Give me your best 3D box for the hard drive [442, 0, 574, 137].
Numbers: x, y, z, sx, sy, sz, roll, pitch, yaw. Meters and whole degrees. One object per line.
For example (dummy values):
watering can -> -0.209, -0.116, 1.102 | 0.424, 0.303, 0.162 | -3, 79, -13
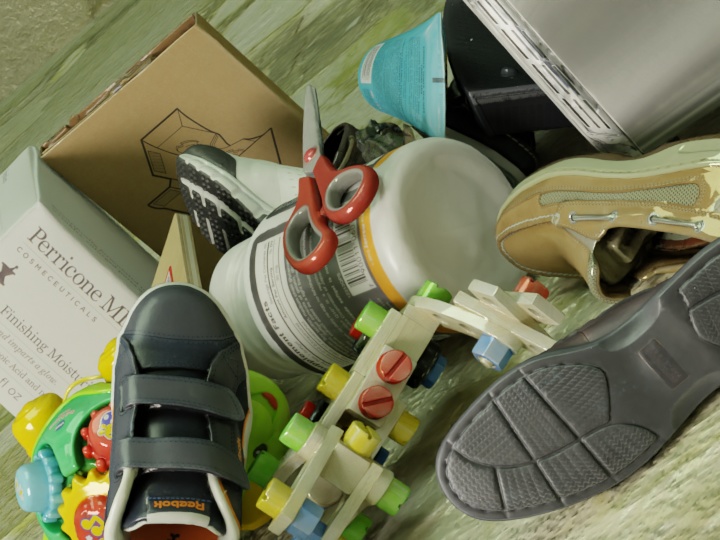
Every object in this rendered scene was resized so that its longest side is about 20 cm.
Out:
hard drive -> 0.123, -0.138, 1.344 | 0.135, 0.042, 0.200 | -7, 24, 1

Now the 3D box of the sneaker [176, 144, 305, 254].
sneaker -> -0.043, -0.039, 1.446 | 0.200, 0.074, 0.080 | 29, 56, 29

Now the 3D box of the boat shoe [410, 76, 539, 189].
boat shoe -> 0.082, -0.097, 1.388 | 0.060, 0.076, 0.200 | -50, 18, 1

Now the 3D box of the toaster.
toaster -> 0.141, -0.158, 1.183 | 0.129, 0.200, 0.114 | -41, 8, 8

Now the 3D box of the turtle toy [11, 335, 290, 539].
turtle toy -> -0.118, 0.116, 1.220 | 0.200, 0.146, 0.101 | -36, 11, 25

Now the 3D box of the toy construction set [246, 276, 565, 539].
toy construction set -> 0.016, 0.070, 1.124 | 0.200, 0.092, 0.131 | -43, 0, -13

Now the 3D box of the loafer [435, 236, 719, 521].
loafer -> 0.126, 0.050, 0.988 | 0.200, 0.072, 0.063 | -36, -1, 8

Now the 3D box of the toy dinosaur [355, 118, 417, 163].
toy dinosaur -> 0.040, -0.061, 1.353 | 0.047, 0.088, 0.200 | -51, 9, -1

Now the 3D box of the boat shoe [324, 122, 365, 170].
boat shoe -> -0.047, -0.026, 1.519 | 0.074, 0.073, 0.200 | -18, 32, 56

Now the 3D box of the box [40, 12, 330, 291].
box -> -0.115, -0.081, 1.586 | 0.163, 0.200, 0.021 | -39, 32, 17

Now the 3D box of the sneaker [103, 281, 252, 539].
sneaker -> -0.095, 0.100, 1.103 | 0.079, 0.078, 0.200 | 118, 152, -77

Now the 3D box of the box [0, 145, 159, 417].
box -> -0.214, 0.034, 1.545 | 0.131, 0.199, 0.200 | -45, 17, 4

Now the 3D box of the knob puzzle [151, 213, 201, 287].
knob puzzle -> -0.124, 0.095, 1.376 | 0.220, 0.030, 0.220 | -172, 90, -71

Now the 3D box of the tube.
tube -> 0.035, -0.124, 1.340 | 0.050, 0.077, 0.200 | -7, 7, -6

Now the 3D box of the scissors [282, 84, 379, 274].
scissors -> -0.033, -0.058, 1.255 | 0.073, 0.014, 0.200 | -51, 25, 10

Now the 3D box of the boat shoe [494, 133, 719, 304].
boat shoe -> 0.134, -0.018, 1.108 | 0.200, 0.072, 0.076 | -18, 43, 55

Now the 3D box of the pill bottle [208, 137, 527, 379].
pill bottle -> 0.000, 0.000, 1.280 | 0.200, 0.116, 0.116 | -23, 27, 50
